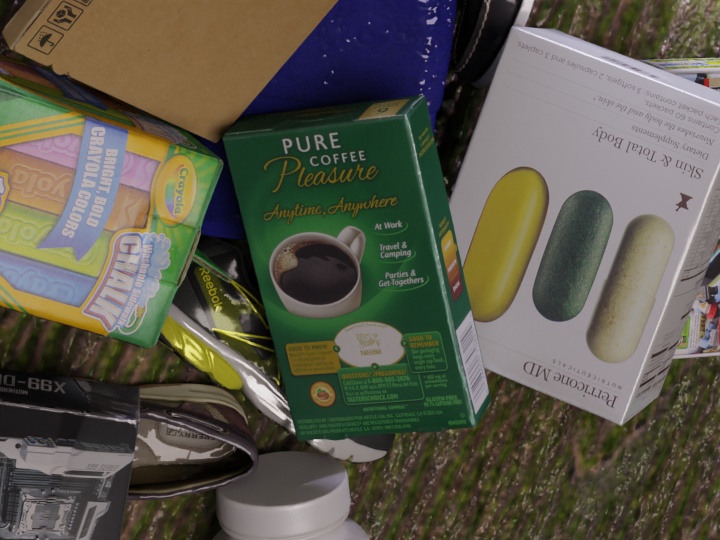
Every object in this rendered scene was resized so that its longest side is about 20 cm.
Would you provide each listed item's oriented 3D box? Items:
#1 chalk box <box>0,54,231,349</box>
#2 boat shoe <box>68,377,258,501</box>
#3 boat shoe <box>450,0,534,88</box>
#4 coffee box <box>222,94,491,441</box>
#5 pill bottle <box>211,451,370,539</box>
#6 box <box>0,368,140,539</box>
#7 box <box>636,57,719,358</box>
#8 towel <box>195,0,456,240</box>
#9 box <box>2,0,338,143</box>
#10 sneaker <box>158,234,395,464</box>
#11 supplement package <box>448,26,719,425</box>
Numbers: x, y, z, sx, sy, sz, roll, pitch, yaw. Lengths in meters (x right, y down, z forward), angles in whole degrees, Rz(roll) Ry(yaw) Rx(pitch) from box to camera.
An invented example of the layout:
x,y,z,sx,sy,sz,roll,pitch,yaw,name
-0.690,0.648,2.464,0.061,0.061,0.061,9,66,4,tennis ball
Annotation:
x,y,z,sx,sy,sz,roll,pitch,yaw,name
-0.165,-0.040,1.563,0.199,0.124,0.124,16,100,-30,chalk box
-0.157,0.109,1.649,0.199,0.065,0.072,-1,110,-24,boat shoe
0.086,-0.213,1.653,0.060,0.074,0.201,14,107,-19,boat shoe
0.000,0.000,1.590,0.122,0.044,0.201,-6,109,24,coffee box
-0.042,0.223,1.715,0.112,0.112,0.201,-13,112,-21,pill bottle
-0.222,0.157,1.603,0.157,0.050,0.201,9,113,-8,box
0.206,-0.040,1.790,0.109,0.035,0.201,-4,109,-24,box
-0.023,-0.110,1.618,0.147,0.050,0.201,6,116,-4,towel
-0.080,-0.173,1.510,0.163,0.021,0.200,23,116,-42,box
-0.044,0.051,1.678,0.200,0.074,0.085,34,90,-30,sneaker
0.141,-0.031,1.663,0.151,0.151,0.201,22,99,12,supplement package
